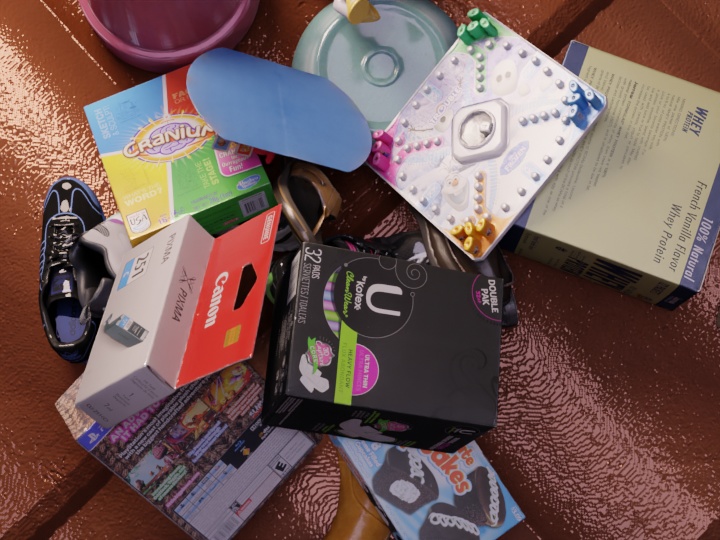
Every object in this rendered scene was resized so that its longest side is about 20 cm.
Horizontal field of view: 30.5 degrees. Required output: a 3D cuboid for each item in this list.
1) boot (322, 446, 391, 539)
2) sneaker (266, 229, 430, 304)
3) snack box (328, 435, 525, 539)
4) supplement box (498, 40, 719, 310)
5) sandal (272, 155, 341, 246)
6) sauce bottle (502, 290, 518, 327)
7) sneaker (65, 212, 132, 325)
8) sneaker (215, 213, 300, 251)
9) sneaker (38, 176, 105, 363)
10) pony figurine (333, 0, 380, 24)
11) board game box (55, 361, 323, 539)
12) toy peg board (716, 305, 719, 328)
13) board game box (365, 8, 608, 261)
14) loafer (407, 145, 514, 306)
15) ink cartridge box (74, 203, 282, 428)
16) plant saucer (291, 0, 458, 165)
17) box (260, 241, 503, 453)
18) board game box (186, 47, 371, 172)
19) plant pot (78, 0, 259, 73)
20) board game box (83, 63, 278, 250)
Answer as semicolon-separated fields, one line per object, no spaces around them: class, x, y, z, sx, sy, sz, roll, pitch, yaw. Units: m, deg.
boot;-0.005;0.215;1.344;0.200;0.071;0.145;-26;76;-8
sneaker;0.000;0.000;1.358;0.198;0.084;0.078;-14;80;-10
snack box;0.058;0.193;1.300;0.116;0.037;0.201;-32;81;-15
supplement box;0.268;-0.092;1.345;0.198;0.134;0.202;20;82;5
sandal;-0.045;-0.074;1.328;0.054;0.200;0.082;-27;113;13
sauce bottle;0.063;0.056;1.364;0.198;0.065;0.065;-14;81;-2
sneaker;-0.226;0.040;1.328;0.200;0.140;0.078;50;121;8
sneaker;-0.150;-0.070;1.381;0.198;0.080;0.075;8;84;4
sneaker;-0.300;-0.005;1.374;0.069;0.078;0.202;-9;81;1
pony figurine;0.000;-0.358;1.377;0.194;0.166;0.200;-52;47;7
board game box;-0.166;0.147;1.290;0.160;0.097;0.200;-46;118;-6
toy peg board;0.465;-0.028;1.309;0.097;0.200;0.201;18;82;-11
board game box;0.115;-0.141;1.315;0.200;0.026;0.200;-51;52;7
loafer;0.100;-0.052;1.342;0.072;0.072;0.201;-7;57;-36
ink cartridge box;-0.161;0.027;1.189;0.175;0.201;0.045;-28;124;28
plant saucer;0.023;-0.214;1.421;0.198;0.036;0.202;0;81;1
box;0.021;0.076;1.237;0.198;0.124;0.150;11;69;-13
board game box;-0.087;-0.151;1.335;0.198;0.039;0.159;14;39;-21
plant pot;-0.210;-0.326;1.371;0.198;0.179;0.202;0;80;2
board game box;-0.188;-0.118;1.360;0.152;0.040;0.201;-23;54;-5
